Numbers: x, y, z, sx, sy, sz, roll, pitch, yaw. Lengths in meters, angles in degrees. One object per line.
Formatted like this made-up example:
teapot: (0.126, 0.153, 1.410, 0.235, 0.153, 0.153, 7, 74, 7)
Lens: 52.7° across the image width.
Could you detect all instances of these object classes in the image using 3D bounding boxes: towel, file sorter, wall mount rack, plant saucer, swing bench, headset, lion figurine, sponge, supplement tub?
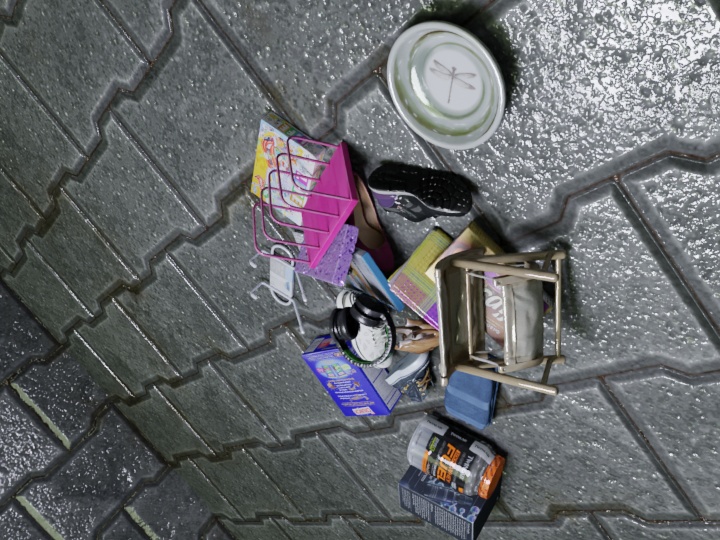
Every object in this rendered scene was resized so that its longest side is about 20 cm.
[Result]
towel: (0.162, 0.034, 1.322, 0.199, 0.023, 0.144, 40, 100, 4)
file sorter: (-0.109, -0.126, 1.326, 0.124, 0.141, 0.201, 8, 141, -25)
wall mount rack: (-0.176, 0.044, 1.666, 0.172, 0.075, 0.201, 30, 142, 18)
towel: (0.229, 0.240, 1.502, 0.111, 0.049, 0.202, 23, 139, 25)
plant saucer: (0.134, -0.280, 1.085, 0.198, 0.050, 0.202, 25, 139, 24)
swing bench: (0.227, 0.076, 1.177, 0.197, 0.130, 0.202, 3, 109, 21)
headset: (-0.003, 0.086, 1.396, 0.123, 0.094, 0.202, -31, 82, 26)
lion figurine: (0.120, 0.128, 1.402, 0.121, 0.074, 0.200, 6, 178, -14)
sponge: (-0.069, -0.038, 1.401, 0.029, 0.113, 0.199, 16, 179, -26)
supplement tub: (0.214, 0.419, 1.626, 0.198, 0.123, 0.124, 22, 139, 25)

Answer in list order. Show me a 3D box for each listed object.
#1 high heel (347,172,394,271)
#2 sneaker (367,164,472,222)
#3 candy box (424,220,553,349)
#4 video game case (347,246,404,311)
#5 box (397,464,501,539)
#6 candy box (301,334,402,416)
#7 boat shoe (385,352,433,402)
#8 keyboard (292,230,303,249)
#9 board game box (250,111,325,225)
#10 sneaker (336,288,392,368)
high heel: (0.014, -0.088, 1.363, 0.201, 0.067, 0.096, 53, 153, -6)
sneaker: (0.111, -0.122, 1.259, 0.198, 0.076, 0.088, 20, 153, 33)
candy box: (0.222, 0.027, 1.258, 0.200, 0.056, 0.117, 45, 114, 0)
video game case: (0.000, 0.000, 1.429, 0.144, 0.018, 0.199, 55, 166, -27)
box: (0.209, 0.515, 1.702, 0.198, 0.149, 0.108, 21, 138, 27)
candy box: (-0.019, 0.247, 1.715, 0.168, 0.077, 0.201, -14, 114, 47)
boat shoe: (0.127, 0.225, 1.565, 0.091, 0.071, 0.200, 38, 155, 0)
keyboard: (-0.060, -0.042, 1.528, 0.198, 0.011, 0.057, 15, 135, 33)
board game box: (-0.147, -0.198, 1.440, 0.134, 0.034, 0.201, 34, 142, 12)
sneaker: (0.028, 0.132, 1.541, 0.115, 0.075, 0.202, 5, 128, 60)
